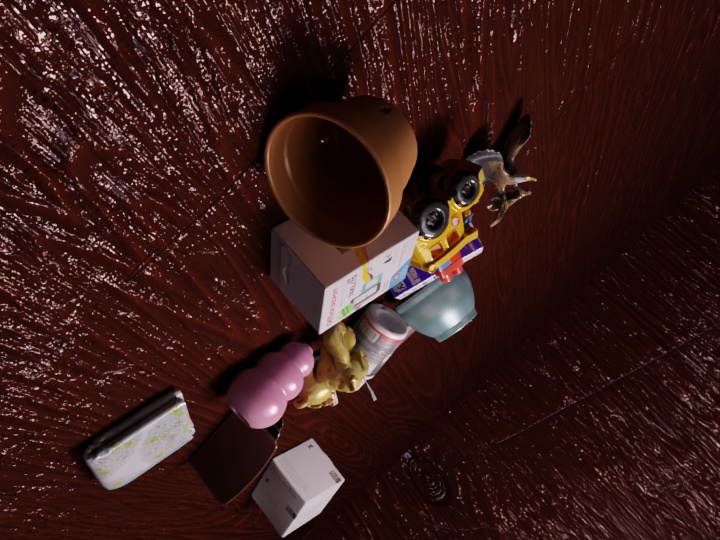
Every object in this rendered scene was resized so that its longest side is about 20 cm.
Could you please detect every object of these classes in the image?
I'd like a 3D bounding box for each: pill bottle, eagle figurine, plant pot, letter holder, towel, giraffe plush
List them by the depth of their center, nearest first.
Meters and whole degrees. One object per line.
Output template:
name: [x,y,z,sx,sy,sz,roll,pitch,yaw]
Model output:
plant pot: [-0.013,-0.150,1.021,0.140,0.200,0.200,-46,166,-43]
towel: [-0.403,0.313,1.367,0.200,0.048,0.171,-33,153,-24]
eagle figurine: [0.300,-0.218,1.547,0.152,0.151,0.200,-76,150,-45]
giraffe plush: [-0.077,0.224,1.612,0.162,0.200,0.173,-28,156,11]
letter holder: [-0.258,0.407,1.658,0.200,0.142,0.101,-49,158,13]
pill bottle: [0.013,0.185,1.759,0.114,0.114,0.200,-8,140,-56]
plant pot: [0.196,0.086,1.787,0.200,0.134,0.200,-37,178,-2]

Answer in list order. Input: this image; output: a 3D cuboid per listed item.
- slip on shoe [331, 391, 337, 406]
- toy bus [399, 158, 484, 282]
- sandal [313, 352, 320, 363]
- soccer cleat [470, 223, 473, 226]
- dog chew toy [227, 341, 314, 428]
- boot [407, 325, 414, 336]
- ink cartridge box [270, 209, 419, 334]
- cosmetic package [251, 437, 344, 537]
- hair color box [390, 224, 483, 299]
slip on shoe: [-0.096,0.294,1.849,0.061,0.074,0.200,-18,157,-1]
toy bus: [0.152,-0.083,1.370,0.200,0.136,0.192,-39,119,-16]
sandal: [-0.146,0.251,1.697,0.200,0.045,0.075,-28,153,-34]
soccer cleat: [0.190,-0.041,1.712,0.200,0.070,0.086,-51,157,18]
dog chew toy: [-0.174,0.225,1.511,0.200,0.124,0.125,-44,160,-22]
boot: [0.097,0.161,1.929,0.200,0.064,0.186,-38,171,-5]
ink cartridge box: [-0.032,-0.026,1.249,0.200,0.146,0.147,-32,155,-25]
cosmetic package: [-0.186,0.636,2.176,0.165,0.165,0.200,-19,147,-46]
hair color box: [0.145,-0.017,1.490,0.200,0.065,0.109,-32,173,5]
